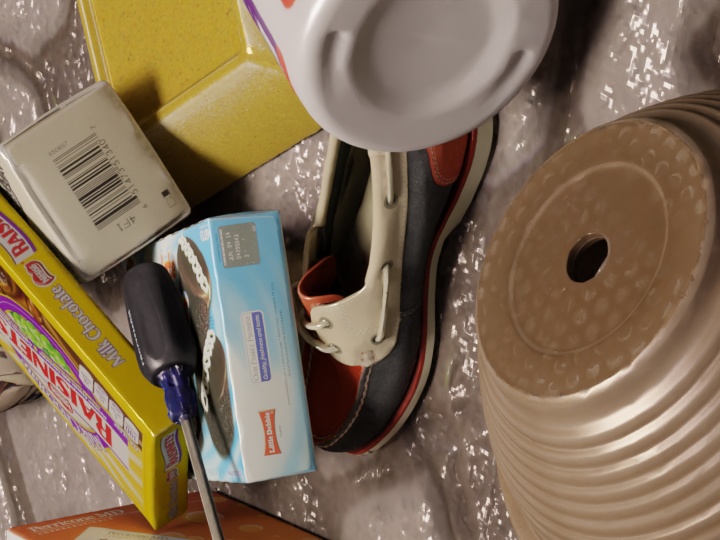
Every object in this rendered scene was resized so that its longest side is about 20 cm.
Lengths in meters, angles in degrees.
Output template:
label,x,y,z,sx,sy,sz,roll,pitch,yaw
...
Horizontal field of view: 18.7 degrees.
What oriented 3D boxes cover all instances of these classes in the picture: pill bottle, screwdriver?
label,x,y,z,sx,sy,sz,roll,pitch,yaw
pill bottle,-0.007,-0.150,0.893,0.201,0.111,0.112,61,140,43
screwdriver,-0.075,0.080,0.953,0.029,0.028,0.201,-42,49,35

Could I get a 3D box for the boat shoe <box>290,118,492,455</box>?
label,x,y,z,sx,sy,sz,roll,pitch,yaw
boat shoe,0.000,0.000,0.962,0.071,0.062,0.201,46,132,37

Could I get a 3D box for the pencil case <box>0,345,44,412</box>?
label,x,y,z,sx,sy,sz,roll,pitch,yaw
pencil case,-0.245,-0.009,1.283,0.089,0.078,0.201,-27,74,32

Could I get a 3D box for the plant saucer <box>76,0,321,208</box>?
label,x,y,z,sx,sy,sz,roll,pitch,yaw
plant saucer,-0.086,-0.147,1.066,0.200,0.048,0.202,-27,74,53

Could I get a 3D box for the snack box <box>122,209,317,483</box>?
label,x,y,z,sx,sy,sz,roll,pitch,yaw
snack box,-0.071,0.040,1.039,0.200,0.037,0.117,164,98,-73

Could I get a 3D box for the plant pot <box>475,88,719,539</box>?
label,x,y,z,sx,sy,sz,roll,pitch,yaw
plant pot,0.103,0.014,0.726,0.200,0.092,0.202,-31,44,36

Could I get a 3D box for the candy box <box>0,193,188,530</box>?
label,x,y,z,sx,sy,sz,roll,pitch,yaw
candy box,-0.151,0.028,1.057,0.200,0.026,0.102,47,158,21

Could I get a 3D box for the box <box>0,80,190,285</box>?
label,x,y,z,sx,sy,sz,roll,pitch,yaw
box,-0.162,-0.030,1.122,0.082,0.068,0.200,57,156,-5

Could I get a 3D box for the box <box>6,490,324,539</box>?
label,x,y,z,sx,sy,sz,roll,pitch,yaw
box,-0.067,0.182,1.035,0.199,0.124,0.098,14,107,51
